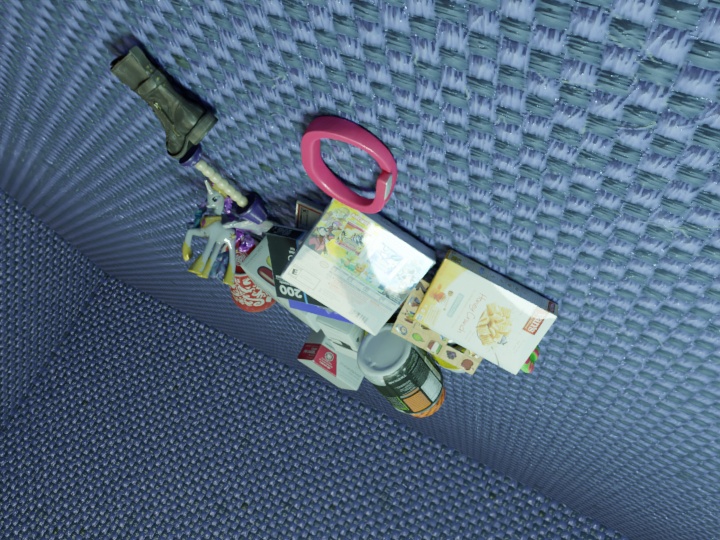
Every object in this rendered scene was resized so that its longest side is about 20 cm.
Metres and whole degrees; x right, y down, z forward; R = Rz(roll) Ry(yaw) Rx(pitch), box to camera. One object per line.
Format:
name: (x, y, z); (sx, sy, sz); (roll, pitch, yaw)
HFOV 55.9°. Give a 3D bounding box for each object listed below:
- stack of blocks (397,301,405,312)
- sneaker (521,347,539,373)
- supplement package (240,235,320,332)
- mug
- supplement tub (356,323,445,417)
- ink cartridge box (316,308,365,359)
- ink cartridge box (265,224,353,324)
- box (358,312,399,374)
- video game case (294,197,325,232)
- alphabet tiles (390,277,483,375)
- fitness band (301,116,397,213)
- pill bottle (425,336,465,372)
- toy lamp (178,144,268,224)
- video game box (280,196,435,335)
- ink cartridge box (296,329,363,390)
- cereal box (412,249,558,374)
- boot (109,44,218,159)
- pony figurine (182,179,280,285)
stack of blocks: (0.000, 0.000, 1.332); (0.199, 0.059, 0.115); (24, 162, 19)
sneaker: (0.269, 0.135, 1.257); (0.083, 0.077, 0.200); (12, 156, 34)
supplement package: (-0.145, 0.022, 1.485); (0.200, 0.114, 0.110); (34, 166, 22)
mug: (-0.297, -0.001, 1.699); (0.177, 0.134, 0.200); (24, 159, 12)
supplement tub: (0.086, 0.201, 1.325); (0.122, 0.123, 0.200); (15, 154, 39)
ink cartridge box: (-0.008, 0.097, 1.476); (0.083, 0.146, 0.200); (22, 162, 19)
ink cartridge box: (-0.073, 0.022, 1.265); (0.197, 0.043, 0.201); (11, 128, 25)
box: (0.065, 0.151, 1.419); (0.048, 0.118, 0.200); (17, -170, 34)
video game case: (-0.033, -0.038, 1.236); (0.199, 0.017, 0.143); (25, 134, 16)
alphabet tiles: (0.161, 0.073, 1.166); (0.167, 0.008, 0.201); (28, 125, 5)
fitness band: (-0.018, -0.150, 0.976); (0.143, 0.038, 0.200); (30, 162, 6)
pill bottle: (0.177, 0.126, 1.315); (0.112, 0.113, 0.200); (20, 161, 28)
toy lamp: (-0.254, -0.159, 1.294); (0.058, 0.058, 0.200); (9, 152, 48)
video game box: (-0.005, -0.011, 1.142); (0.200, 0.047, 0.182); (33, 119, -11)
ink cartridge box: (-0.037, 0.162, 1.623); (0.145, 0.201, 0.083); (37, 158, -25)
cereal box: (0.203, 0.070, 1.117); (0.199, 0.040, 0.144); (28, 126, 6)
boot: (-0.323, -0.272, 1.085); (0.174, 0.069, 0.200); (42, 156, -21)
pony figurine: (-0.276, -0.077, 1.395); (0.166, 0.201, 0.193); (9, 171, 33)
